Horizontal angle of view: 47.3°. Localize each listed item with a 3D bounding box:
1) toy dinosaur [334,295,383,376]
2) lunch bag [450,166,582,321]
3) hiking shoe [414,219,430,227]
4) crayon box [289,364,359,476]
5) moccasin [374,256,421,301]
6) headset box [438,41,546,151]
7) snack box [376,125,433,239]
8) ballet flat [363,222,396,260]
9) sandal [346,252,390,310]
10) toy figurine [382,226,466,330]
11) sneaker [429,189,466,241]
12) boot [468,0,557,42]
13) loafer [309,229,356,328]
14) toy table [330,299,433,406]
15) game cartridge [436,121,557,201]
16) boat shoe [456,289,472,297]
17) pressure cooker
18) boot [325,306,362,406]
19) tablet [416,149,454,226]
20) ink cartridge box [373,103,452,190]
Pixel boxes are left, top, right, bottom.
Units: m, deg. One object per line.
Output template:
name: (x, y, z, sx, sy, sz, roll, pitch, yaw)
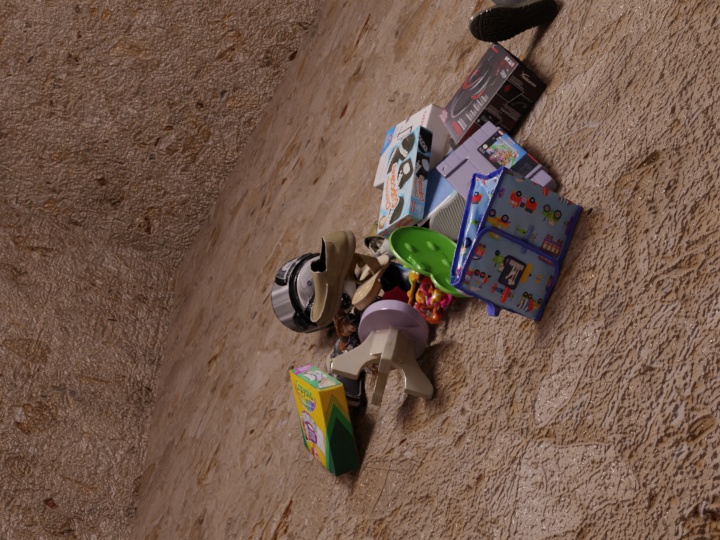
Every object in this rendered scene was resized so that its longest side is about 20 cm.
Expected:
toy dinosaur: (-0.002, 0.106, 1.621, 0.135, 0.201, 0.102, -34, 16, -9)
lunch bag: (0.219, -0.029, 1.221, 0.094, 0.149, 0.202, -3, 67, 67)
hiking shoe: (0.096, -0.115, 1.712, 0.200, 0.075, 0.102, -32, 38, 56)
crayon box: (-0.076, 0.294, 1.644, 0.200, 0.058, 0.175, -168, 65, -68)
moccasin: (0.061, 0.017, 1.667, 0.069, 0.080, 0.200, -71, 20, 3)
headset box: (0.234, -0.306, 1.530, 0.201, 0.075, 0.149, -52, 25, 21)
snack box: (0.088, -0.172, 1.620, 0.116, 0.037, 0.202, -32, 44, 54)
ballet flat: (0.060, -0.055, 1.721, 0.071, 0.070, 0.200, -68, 23, 1)
sandal: (0.004, -0.003, 1.565, 0.077, 0.070, 0.212, -37, 15, 20)
toy figurine: (0.109, 0.052, 1.502, 0.200, 0.149, 0.185, 51, 134, 39)
sneaker: (0.199, -0.130, 1.511, 0.082, 0.074, 0.200, -48, -2, -42)
boot: (0.272, -0.517, 1.582, 0.201, 0.180, 0.073, -107, 6, -48)
loafer: (-0.066, 0.013, 1.561, 0.076, 0.067, 0.202, -126, 48, -63)
toy table: (0.049, 0.153, 1.456, 0.201, 0.182, 0.118, 79, -156, -54)
game cartridge: (0.223, -0.159, 1.369, 0.130, 0.038, 0.200, -44, 45, 9)
boat shoe: (0.215, -0.050, 1.367, 0.062, 0.071, 0.202, 17, 84, 63)
pressure cooker: (-0.099, 0.049, 1.901, 0.200, 0.177, 0.178, -21, 74, 62)
boot: (-0.013, 0.174, 1.703, 0.200, 0.073, 0.152, -103, 36, -67)
tablet: (0.170, -0.179, 1.591, 0.200, 0.014, 0.130, -43, 30, 11)
ink cartridge box: (0.121, -0.253, 1.769, 0.200, 0.084, 0.148, -20, 53, 63)
